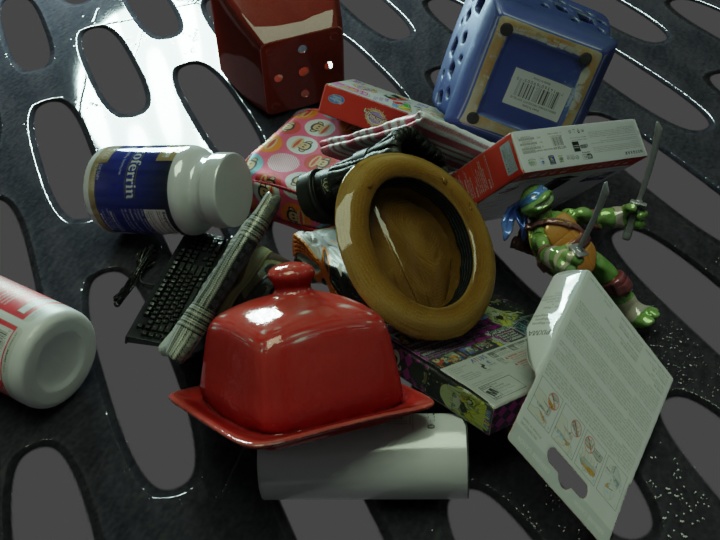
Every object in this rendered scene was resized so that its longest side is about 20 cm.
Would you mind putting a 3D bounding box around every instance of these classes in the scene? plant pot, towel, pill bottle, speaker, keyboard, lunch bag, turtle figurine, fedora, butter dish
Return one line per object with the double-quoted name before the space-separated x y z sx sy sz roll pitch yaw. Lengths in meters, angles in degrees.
"plant pot" -0.117 -0.368 1.402 0.198 0.201 0.177 -17 53 -14
"towel" -0.152 0.010 0.927 0.034 0.200 0.194 31 79 -7
"pill bottle" -0.248 -0.104 1.136 0.198 0.117 0.116 2 40 22
"towel" 0.062 -0.151 1.064 0.145 0.030 0.199 13 -12 -38
"speaker" 0.003 0.176 0.831 0.197 0.082 0.082 -2 40 4
"keyboard" -0.243 0.016 1.089 0.125 0.021 0.201 5 41 12
"lunch bag" -0.048 -0.137 1.197 0.175 0.083 0.200 19 45 25
"plant pot" 0.216 -0.261 1.157 0.198 0.202 0.180 19 25 -5
"turtle figurine" 0.259 -0.016 0.920 0.199 0.195 0.144 -25 12 24
"fedora" 0.044 -0.018 0.890 0.199 0.082 0.203 12 63 -24
"butter dish" -0.060 0.066 0.808 0.198 0.150 0.199 -7 9 -31
"pill bottle" -0.402 0.067 0.976 0.198 0.113 0.112 20 46 26

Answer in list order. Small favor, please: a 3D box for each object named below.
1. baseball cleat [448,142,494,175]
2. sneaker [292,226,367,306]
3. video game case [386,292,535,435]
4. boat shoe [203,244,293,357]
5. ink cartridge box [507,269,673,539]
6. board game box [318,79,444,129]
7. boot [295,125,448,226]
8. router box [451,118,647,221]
"baseball cleat" 0.128 -0.118 1.166 0.105 0.070 0.200 18 45 24
"sneaker" 0.000 0.000 1.044 0.091 0.076 0.200 -22 44 -25
"video game case" 0.129 0.084 0.899 0.199 0.036 0.181 -14 32 -42
"boat shoe" -0.120 0.051 0.994 0.065 0.072 0.202 12 45 7
"ink cartridge box" 0.206 0.124 0.821 0.057 0.163 0.201 -11 37 55
"board game box" 0.056 -0.214 1.225 0.198 0.041 0.153 21 18 8
"boot" 0.041 -0.104 1.036 0.157 0.080 0.210 -21 -6 32
"router box" 0.206 -0.114 1.043 0.198 0.179 0.049 -11 79 -31
